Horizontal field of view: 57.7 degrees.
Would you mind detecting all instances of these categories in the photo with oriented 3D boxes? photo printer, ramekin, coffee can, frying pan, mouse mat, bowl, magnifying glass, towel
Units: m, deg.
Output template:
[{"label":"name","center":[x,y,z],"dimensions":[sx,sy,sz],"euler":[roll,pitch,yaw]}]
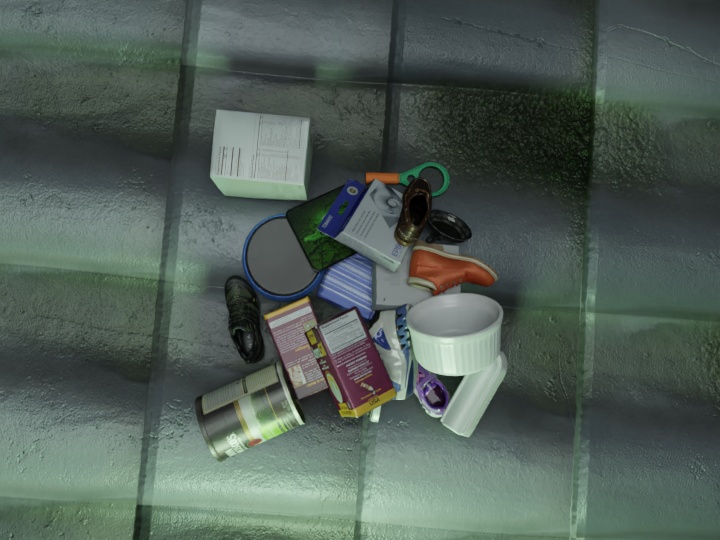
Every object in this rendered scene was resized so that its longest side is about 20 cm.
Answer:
[{"label":"photo printer","center":[0.254,0.262,1.428],"dimensions":[0.069,0.166,0.202],"euler":[30,85,19]},{"label":"ramekin","center":[0.197,0.131,1.349],"dimensions":[0.197,0.201,0.099],"euler":[-10,111,-3]},{"label":"coffee can","center":[-0.237,0.302,1.415],"dimensions":[0.198,0.146,0.148],"euler":[-24,86,-4]},{"label":"frying pan","center":[0.196,-0.079,1.461],"dimensions":[0.113,0.191,0.031],"euler":[22,123,-5]},{"label":"mouse mat","center":[-0.054,-0.104,1.497],"dimensions":[0.198,0.008,0.162],"euler":[-26,80,-17]},{"label":"bowl","center":[-0.174,-0.032,1.499],"dimensions":[0.197,0.039,0.204],"euler":[0,85,-2]},{"label":"magnifying glass","center":[0.110,-0.214,1.535],"dimensions":[0.196,0.022,0.081],"euler":[2,85,-4]},{"label":"towel","center":[0.000,0.000,1.512],"dimensions":[0.143,0.024,0.202],"euler":[25,83,0]}]

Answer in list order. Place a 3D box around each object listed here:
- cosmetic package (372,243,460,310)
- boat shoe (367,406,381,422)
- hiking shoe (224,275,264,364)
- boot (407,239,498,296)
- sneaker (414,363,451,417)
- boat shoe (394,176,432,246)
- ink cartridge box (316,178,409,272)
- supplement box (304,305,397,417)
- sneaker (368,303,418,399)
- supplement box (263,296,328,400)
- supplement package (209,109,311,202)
[{"label":"cosmetic package","center":[0.125,0.016,1.470],"dimensions":[0.197,0.052,0.153],"euler":[5,68,-10]},{"label":"boat shoe","center":[0.017,0.237,1.472],"dimensions":[0.063,0.071,0.203],"euler":[0,77,-3]},{"label":"hiking shoe","center":[-0.257,0.107,1.453],"dimensions":[0.075,0.101,0.203],"euler":[-16,86,-4]},{"label":"boot","center":[0.198,0.015,1.425],"dimensions":[0.197,0.075,0.109],"euler":[17,71,3]},{"label":"sneaker","center":[0.136,0.243,1.463],"dimensions":[0.080,0.088,0.201],"euler":[-40,86,-3]},{"label":"boat shoe","center":[0.126,-0.141,1.438],"dimensions":[0.070,0.071,0.202],"euler":[21,48,-8]},{"label":"ink cartridge box","center":[0.030,-0.116,1.452],"dimensions":[0.198,0.041,0.201],"euler":[27,49,1]},{"label":"supplement box","center":[-0.023,0.193,1.360],"dimensions":[0.102,0.131,0.202],"euler":[-23,85,-18]},{"label":"sneaker","center":[0.060,0.174,1.419],"dimensions":[0.113,0.080,0.203],"euler":[-2,86,21]},{"label":"supplement box","center":[-0.127,0.173,1.460],"dimensions":[0.109,0.086,0.203],"euler":[-22,86,-4]},{"label":"supplement package","center":[-0.210,-0.246,1.439],"dimensions":[0.196,0.191,0.150],"euler":[5,84,-2]}]
